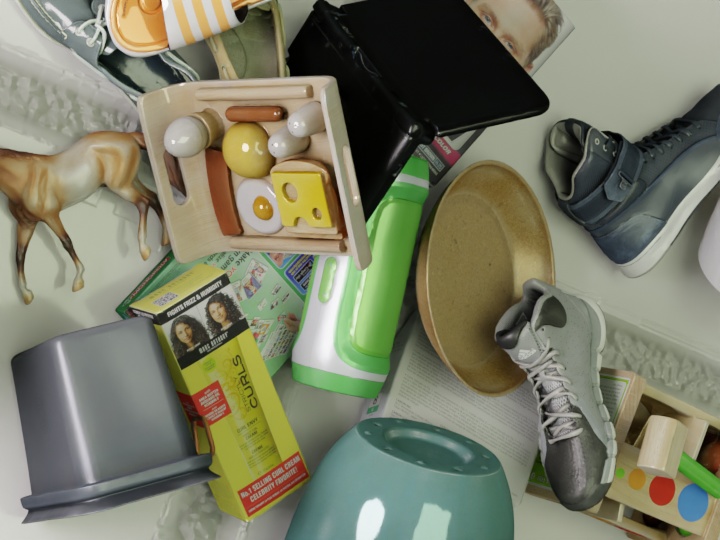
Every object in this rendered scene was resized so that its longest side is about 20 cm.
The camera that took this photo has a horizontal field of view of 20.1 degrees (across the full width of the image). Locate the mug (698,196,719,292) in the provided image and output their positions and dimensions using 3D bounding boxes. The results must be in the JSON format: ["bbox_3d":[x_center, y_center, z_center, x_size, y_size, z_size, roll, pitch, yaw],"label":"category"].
[{"bbox_3d":[0.386,-0.072,1.831,0.148,0.187,0.154,-4,130,-14],"label":"mug"}]

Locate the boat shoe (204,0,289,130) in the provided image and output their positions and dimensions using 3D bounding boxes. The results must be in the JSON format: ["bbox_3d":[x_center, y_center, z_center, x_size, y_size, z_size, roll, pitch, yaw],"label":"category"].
[{"bbox_3d":[-0.092,-0.190,1.645,0.073,0.063,0.202,-1,69,-18],"label":"boat shoe"}]

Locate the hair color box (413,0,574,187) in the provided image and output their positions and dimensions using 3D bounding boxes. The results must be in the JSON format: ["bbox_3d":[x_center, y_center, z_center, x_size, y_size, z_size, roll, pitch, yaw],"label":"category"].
[{"bbox_3d":[0.083,-0.176,1.756,0.100,0.060,0.200,47,74,-19],"label":"hair color box"}]

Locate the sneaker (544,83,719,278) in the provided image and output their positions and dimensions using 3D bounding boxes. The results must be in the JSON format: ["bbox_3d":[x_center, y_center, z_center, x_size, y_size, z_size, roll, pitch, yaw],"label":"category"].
[{"bbox_3d":[0.254,-0.116,1.826,0.146,0.077,0.203,40,78,-23],"label":"sneaker"}]

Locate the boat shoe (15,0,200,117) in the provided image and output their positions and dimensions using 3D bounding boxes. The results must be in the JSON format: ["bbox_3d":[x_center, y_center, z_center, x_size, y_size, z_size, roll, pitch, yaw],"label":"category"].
[{"bbox_3d":[-0.199,-0.191,1.627,0.200,0.062,0.073,45,76,-19],"label":"boat shoe"}]

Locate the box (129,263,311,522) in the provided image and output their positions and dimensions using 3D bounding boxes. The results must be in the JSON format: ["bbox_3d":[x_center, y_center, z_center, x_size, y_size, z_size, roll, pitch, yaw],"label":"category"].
[{"bbox_3d":[-0.112,0.100,1.647,0.075,0.050,0.201,-31,114,-25],"label":"box"}]

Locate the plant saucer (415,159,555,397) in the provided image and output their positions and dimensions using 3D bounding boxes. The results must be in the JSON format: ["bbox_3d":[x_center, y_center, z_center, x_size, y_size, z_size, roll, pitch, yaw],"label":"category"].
[{"bbox_3d":[0.101,0.007,1.735,0.200,0.035,0.202,2,87,-53],"label":"plant saucer"}]

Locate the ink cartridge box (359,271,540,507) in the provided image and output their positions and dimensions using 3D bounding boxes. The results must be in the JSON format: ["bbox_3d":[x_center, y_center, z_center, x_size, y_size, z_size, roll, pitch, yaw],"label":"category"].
[{"bbox_3d":[0.098,0.088,1.793,0.160,0.050,0.201,31,61,-22],"label":"ink cartridge box"}]

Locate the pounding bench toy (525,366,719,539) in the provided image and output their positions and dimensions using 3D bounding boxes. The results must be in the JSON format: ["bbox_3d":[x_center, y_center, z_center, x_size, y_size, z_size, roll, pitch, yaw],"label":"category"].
[{"bbox_3d":[0.267,0.173,1.777,0.155,0.200,0.125,25,82,-22],"label":"pounding bench toy"}]

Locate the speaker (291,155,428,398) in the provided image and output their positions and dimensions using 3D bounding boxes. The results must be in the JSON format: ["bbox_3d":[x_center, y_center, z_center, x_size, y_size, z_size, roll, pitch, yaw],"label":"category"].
[{"bbox_3d":[0.000,0.000,1.680,0.088,0.088,0.202,12,90,-24],"label":"speaker"}]

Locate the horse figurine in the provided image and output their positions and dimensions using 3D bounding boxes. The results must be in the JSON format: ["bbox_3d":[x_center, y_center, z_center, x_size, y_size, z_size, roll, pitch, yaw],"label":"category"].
[{"bbox_3d":[-0.220,-0.060,1.631,0.199,0.050,0.133,-23,106,-21],"label":"horse figurine"}]

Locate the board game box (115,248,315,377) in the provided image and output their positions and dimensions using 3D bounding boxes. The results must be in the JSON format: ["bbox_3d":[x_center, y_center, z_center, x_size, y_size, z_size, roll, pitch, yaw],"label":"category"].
[{"bbox_3d":[-0.091,0.010,1.702,0.200,0.029,0.135,-47,110,-16],"label":"board game box"}]

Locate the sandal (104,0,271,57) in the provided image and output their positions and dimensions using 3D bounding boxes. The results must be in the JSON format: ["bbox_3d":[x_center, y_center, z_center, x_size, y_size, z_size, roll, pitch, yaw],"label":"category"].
[{"bbox_3d":[-0.103,-0.231,1.586,0.205,0.059,0.080,-24,106,-8],"label":"sandal"}]

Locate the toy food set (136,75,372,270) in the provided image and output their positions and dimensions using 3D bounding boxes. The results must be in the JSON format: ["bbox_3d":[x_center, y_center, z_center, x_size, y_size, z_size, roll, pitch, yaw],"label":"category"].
[{"bbox_3d":[-0.082,-0.071,1.565,0.060,0.199,0.145,-29,114,-44],"label":"toy food set"}]

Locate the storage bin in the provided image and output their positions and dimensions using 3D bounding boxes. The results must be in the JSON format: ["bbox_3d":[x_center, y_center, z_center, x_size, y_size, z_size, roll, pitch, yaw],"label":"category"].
[{"bbox_3d":[-0.195,0.113,1.578,0.145,0.200,0.135,-13,88,-23],"label":"storage bin"}]

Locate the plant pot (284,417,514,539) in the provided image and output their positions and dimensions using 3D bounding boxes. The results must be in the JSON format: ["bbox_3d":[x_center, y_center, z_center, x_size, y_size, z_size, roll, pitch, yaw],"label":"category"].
[{"bbox_3d":[0.035,0.215,1.655,0.199,0.200,0.162,8,103,-24],"label":"plant pot"}]

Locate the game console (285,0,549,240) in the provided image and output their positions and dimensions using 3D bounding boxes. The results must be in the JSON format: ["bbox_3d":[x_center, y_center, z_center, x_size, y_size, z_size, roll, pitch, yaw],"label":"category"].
[{"bbox_3d":[0.028,-0.130,1.646,0.116,0.200,0.176,18,115,-37],"label":"game console"}]

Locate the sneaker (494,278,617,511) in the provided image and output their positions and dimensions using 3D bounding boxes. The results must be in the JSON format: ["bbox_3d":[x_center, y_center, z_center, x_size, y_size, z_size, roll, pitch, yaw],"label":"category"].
[{"bbox_3d":[0.154,0.098,1.713,0.115,0.075,0.201,29,48,-41],"label":"sneaker"}]
